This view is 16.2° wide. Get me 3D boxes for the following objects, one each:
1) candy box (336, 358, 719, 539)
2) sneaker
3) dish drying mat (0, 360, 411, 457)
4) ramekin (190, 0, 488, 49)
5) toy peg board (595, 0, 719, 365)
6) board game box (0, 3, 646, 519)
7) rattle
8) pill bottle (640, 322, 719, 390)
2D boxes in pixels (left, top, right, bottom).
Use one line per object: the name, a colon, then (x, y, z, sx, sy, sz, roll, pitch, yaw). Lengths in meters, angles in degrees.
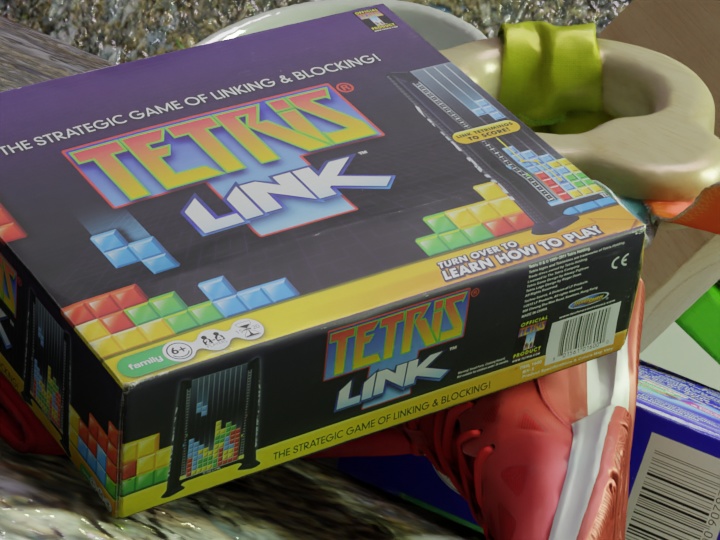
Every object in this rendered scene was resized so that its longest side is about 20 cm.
candy box: (0.110, 0.080, 1.046, 0.168, 0.078, 0.200, 22, 6, 26)
sneaker: (0.035, 0.065, 0.870, 0.114, 0.079, 0.200, 4, 26, 8)
dish drying mat: (-0.060, 0.043, 0.894, 0.199, 0.018, 0.077, 7, 23, -47)
ramekin: (-0.014, -0.062, 1.426, 0.199, 0.098, 0.201, -5, 34, 3)
toy peg board: (0.180, -0.056, 1.125, 0.098, 0.199, 0.200, 40, 13, -27)
board game box: (-0.032, -0.012, 0.851, 0.199, 0.057, 0.165, -17, 42, -30)
rattle: (0.086, -0.007, 0.967, 0.129, 0.144, 0.200, 3, 24, -33)
pill bottle: (0.158, 0.047, 1.386, 0.111, 0.113, 0.200, 21, 4, -2)
